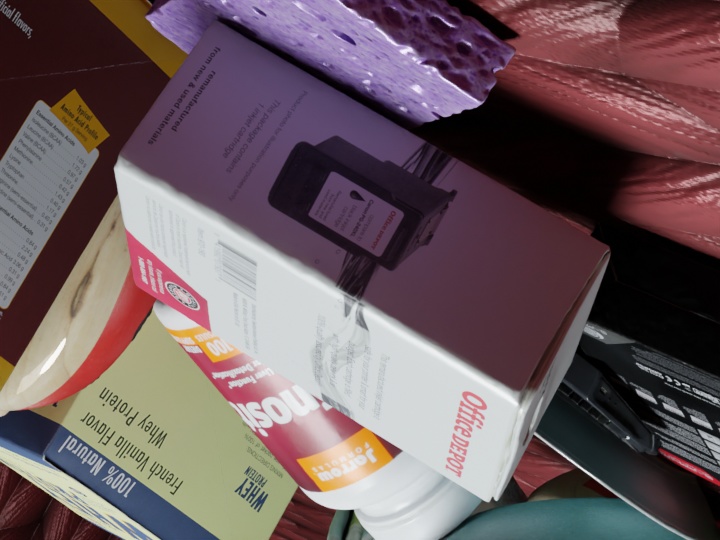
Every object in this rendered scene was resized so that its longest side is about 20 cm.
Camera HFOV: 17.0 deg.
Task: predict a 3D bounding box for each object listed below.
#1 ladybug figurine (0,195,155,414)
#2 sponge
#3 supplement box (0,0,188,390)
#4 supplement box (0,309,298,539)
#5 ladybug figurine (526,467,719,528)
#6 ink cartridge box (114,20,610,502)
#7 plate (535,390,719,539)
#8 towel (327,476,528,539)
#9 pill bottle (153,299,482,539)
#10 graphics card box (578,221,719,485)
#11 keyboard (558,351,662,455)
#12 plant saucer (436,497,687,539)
[{"bbox_3d":[-0.146,-0.012,1.257,0.072,0.201,0.136,18,-163,-35],"label":"ladybug figurine"},{"bbox_3d":[-0.019,-0.099,1.008,0.111,0.030,0.200,34,168,-13],"label":"sponge"},{"bbox_3d":[-0.218,-0.084,1.122,0.132,0.201,0.197,19,164,40],"label":"supplement box"},{"bbox_3d":[-0.120,0.048,1.421,0.134,0.201,0.200,18,163,42],"label":"supplement box"},{"bbox_3d":[0.194,0.185,1.502,0.199,0.072,0.136,33,160,28],"label":"ladybug figurine"},{"bbox_3d":[0.000,0.000,1.046,0.199,0.084,0.145,30,160,9],"label":"ink cartridge box"},{"bbox_3d":[0.120,0.078,1.295,0.200,0.026,0.200,36,-173,-5],"label":"plate"},{"bbox_3d":[0.048,0.168,1.488,0.048,0.201,0.172,-15,123,27],"label":"towel"},{"bbox_3d":[-0.013,0.055,1.312,0.200,0.113,0.113,51,160,-21],"label":"pill bottle"},{"bbox_3d":[0.176,0.057,1.129,0.125,0.051,0.200,25,168,30],"label":"graphics card box"},{"bbox_3d":[0.064,0.020,1.191,0.127,0.021,0.200,47,175,-39],"label":"keyboard"},{"bbox_3d":[0.117,0.156,1.351,0.199,0.039,0.201,-2,164,0],"label":"plant saucer"}]
